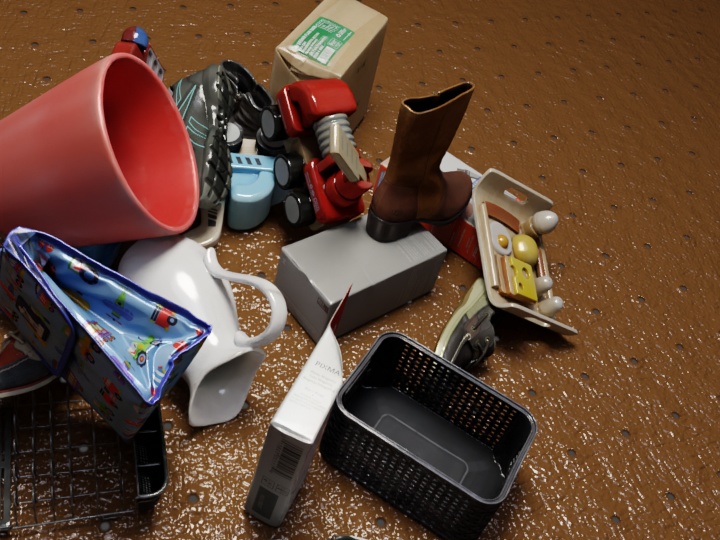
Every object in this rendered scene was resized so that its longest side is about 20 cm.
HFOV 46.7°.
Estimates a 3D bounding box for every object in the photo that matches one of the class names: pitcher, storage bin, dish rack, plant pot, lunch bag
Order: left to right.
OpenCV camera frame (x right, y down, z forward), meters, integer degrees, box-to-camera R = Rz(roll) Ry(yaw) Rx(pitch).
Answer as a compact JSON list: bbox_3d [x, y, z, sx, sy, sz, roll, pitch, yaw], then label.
[{"bbox_3d":[-0.293,0.174,0.811,0.197,0.055,0.154,-3,47,-19],"label":"dish rack"},{"bbox_3d":[-0.250,0.045,0.755,0.199,0.151,0.094,39,58,-4],"label":"lunch bag"},{"bbox_3d":[-0.297,-0.113,0.900,0.175,0.201,0.202,-14,44,13],"label":"plant pot"},{"bbox_3d":[-0.170,0.037,0.903,0.201,0.172,0.121,51,21,28],"label":"pitcher"},{"bbox_3d":[0.072,0.178,0.898,0.199,0.094,0.135,31,46,11],"label":"storage bin"}]

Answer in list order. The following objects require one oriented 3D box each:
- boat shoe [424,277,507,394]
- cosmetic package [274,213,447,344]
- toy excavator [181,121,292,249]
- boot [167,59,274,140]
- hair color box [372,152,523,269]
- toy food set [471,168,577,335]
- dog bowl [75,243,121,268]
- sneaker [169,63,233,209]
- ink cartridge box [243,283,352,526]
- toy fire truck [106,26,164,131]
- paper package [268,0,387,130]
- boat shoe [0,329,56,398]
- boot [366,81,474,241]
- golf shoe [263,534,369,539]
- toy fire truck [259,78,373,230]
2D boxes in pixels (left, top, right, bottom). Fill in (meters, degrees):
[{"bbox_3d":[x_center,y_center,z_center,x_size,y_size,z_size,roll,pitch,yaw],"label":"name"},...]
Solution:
[{"bbox_3d":[0.136,0.081,1.025,0.064,0.074,0.200,24,44,13],"label":"boat shoe"},{"bbox_3d":[0.000,0.000,1.052,0.198,0.091,0.107,-24,58,-31],"label":"cosmetic package"},{"bbox_3d":[-0.179,-0.088,1.080,0.192,0.100,0.202,3,55,-14],"label":"toy excavator"},{"bbox_3d":[-0.197,-0.246,1.187,0.199,0.133,0.070,37,48,18],"label":"boot"},{"bbox_3d":[0.129,-0.103,1.206,0.199,0.064,0.111,35,48,17],"label":"hair color box"},{"bbox_3d":[0.223,-0.023,1.096,0.142,0.060,0.202,20,53,-39],"label":"toy food set"},{"bbox_3d":[-0.348,-0.014,0.976,0.110,0.050,0.201,18,44,-1],"label":"dog bowl"},{"bbox_3d":[-0.203,-0.162,1.038,0.078,0.076,0.202,-7,61,8],"label":"sneaker"},{"bbox_3d":[-0.045,0.136,0.850,0.057,0.164,0.200,28,45,8],"label":"ink cartridge box"},{"bbox_3d":[-0.297,-0.216,1.071,0.110,0.200,0.170,8,83,0],"label":"toy fire truck"},{"bbox_3d":[-0.052,-0.273,1.219,0.102,0.192,0.201,24,46,8],"label":"paper package"},{"bbox_3d":[-0.324,0.080,0.839,0.070,0.063,0.199,-2,12,30],"label":"boat shoe"},{"bbox_3d":[0.094,-0.146,1.022,0.187,0.201,0.069,-18,51,-33],"label":"boot"},{"bbox_3d":[-0.043,0.273,0.770,0.197,0.095,0.078,4,47,-12],"label":"golf shoe"},{"bbox_3d":[-0.039,-0.155,1.007,0.127,0.199,0.178,-12,83,-33],"label":"toy fire truck"}]
